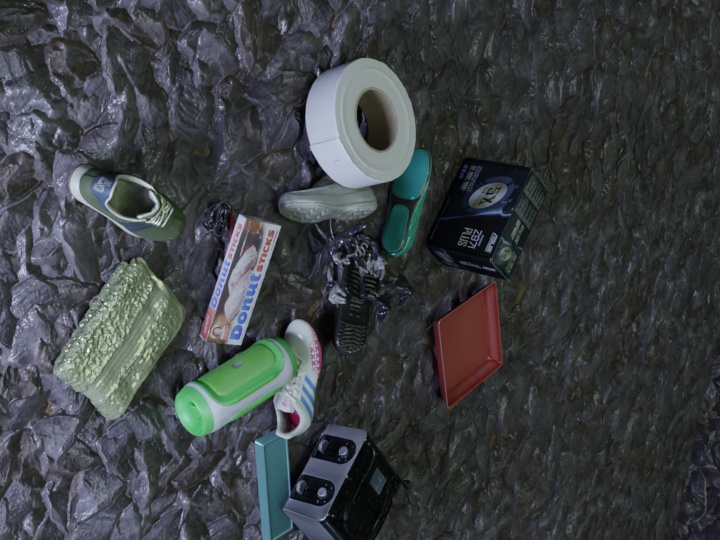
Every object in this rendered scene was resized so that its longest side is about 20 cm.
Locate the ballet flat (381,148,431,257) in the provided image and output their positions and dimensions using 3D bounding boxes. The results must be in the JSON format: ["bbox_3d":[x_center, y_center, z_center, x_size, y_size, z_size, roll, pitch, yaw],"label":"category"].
[{"bbox_3d":[0.085,-0.122,1.863,0.070,0.066,0.204,23,83,-73],"label":"ballet flat"}]

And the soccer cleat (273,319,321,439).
[{"bbox_3d":[-0.108,0.186,1.706,0.086,0.069,0.204,-30,125,-59],"label":"soccer cleat"}]

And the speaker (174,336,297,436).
[{"bbox_3d":[-0.192,0.179,1.603,0.199,0.087,0.090,-30,122,-40],"label":"speaker"}]

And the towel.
[{"bbox_3d":[-0.336,0.096,1.452,0.202,0.036,0.149,-57,136,-20],"label":"towel"}]

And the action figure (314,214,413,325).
[{"bbox_3d":[0.000,0.000,1.698,0.200,0.118,0.103,42,31,-27],"label":"action figure"}]

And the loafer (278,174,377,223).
[{"bbox_3d":[-0.058,-0.121,1.696,0.198,0.070,0.071,-4,70,-44],"label":"loafer"}]

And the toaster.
[{"bbox_3d":[-0.025,0.397,1.821,0.183,0.117,0.201,-60,138,-26],"label":"toaster"}]

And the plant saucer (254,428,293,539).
[{"bbox_3d":[-0.146,0.373,1.765,0.069,0.019,0.204,-21,117,-44],"label":"plant saucer"}]

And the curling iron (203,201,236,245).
[{"bbox_3d":[-0.201,-0.018,1.585,0.049,0.026,0.203,-23,125,-19],"label":"curling iron"}]

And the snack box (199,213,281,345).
[{"bbox_3d":[-0.185,0.016,1.578,0.071,0.024,0.203,9,106,-44],"label":"snack box"}]

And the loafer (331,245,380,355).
[{"bbox_3d":[-0.017,0.052,1.792,0.072,0.071,0.204,22,71,-19],"label":"loafer"}]

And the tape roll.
[{"bbox_3d":[0.002,-0.240,1.677,0.200,0.070,0.207,8,80,-47],"label":"tape roll"}]

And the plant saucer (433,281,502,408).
[{"bbox_3d":[0.217,0.147,2.102,0.198,0.036,0.204,-31,124,-40],"label":"plant saucer"}]

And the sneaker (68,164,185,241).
[{"bbox_3d":[-0.298,-0.083,1.401,0.199,0.089,0.068,29,79,-49],"label":"sneaker"}]

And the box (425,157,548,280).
[{"bbox_3d":[0.241,-0.101,1.961,0.086,0.162,0.203,41,71,-46],"label":"box"}]
